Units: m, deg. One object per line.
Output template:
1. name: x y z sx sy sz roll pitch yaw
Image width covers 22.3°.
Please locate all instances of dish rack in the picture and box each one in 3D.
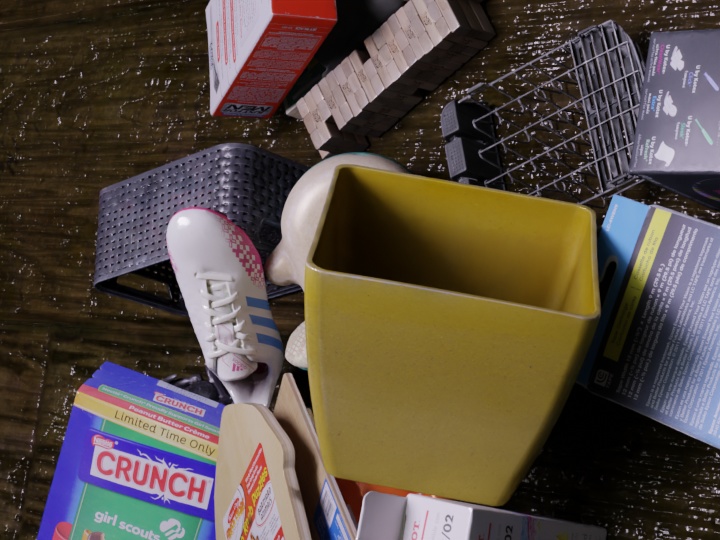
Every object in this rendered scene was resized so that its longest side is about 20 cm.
1. dish rack: 0.151 -0.099 1.437 0.200 0.054 0.154 -27 63 36

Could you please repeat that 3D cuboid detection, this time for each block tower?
1. block tower: 0.029 -0.172 1.574 0.200 0.054 0.058 -41 60 31

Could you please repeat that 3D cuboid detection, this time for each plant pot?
1. plant pot: 0.057 0.053 1.327 0.200 0.199 0.177 -76 -4 -65

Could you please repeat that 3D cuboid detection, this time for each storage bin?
1. storage bin: -0.131 -0.033 1.636 0.199 0.135 0.094 -15 66 42

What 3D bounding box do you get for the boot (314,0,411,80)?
1. boot: -0.024 -0.280 1.614 0.138 0.077 0.201 -47 47 34

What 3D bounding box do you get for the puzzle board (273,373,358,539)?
1. puzzle board: -0.040 0.201 1.410 0.200 0.017 0.151 -117 34 -46

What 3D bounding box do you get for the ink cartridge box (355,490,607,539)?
1. ink cartridge box: 0.083 0.226 1.306 0.068 0.199 0.116 5 83 45

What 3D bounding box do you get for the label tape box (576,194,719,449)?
1. label tape box: 0.243 0.041 1.296 0.200 0.066 0.144 23 95 50

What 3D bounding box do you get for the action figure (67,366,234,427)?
1. action figure: -0.170 0.153 1.659 0.199 0.102 0.119 -18 55 13

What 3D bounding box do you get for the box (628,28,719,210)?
1. box: 0.300 -0.100 1.235 0.199 0.122 0.107 3 81 46

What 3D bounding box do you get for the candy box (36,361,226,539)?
1. candy box: -0.178 0.202 1.575 0.168 0.077 0.201 20 112 5

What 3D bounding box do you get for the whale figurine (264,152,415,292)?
1. whale figurine: 0.000 0.000 1.537 0.158 0.104 0.201 1 102 8

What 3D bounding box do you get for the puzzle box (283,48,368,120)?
1. puzzle box: -0.009 -0.244 1.655 0.200 0.025 0.134 -35 57 34

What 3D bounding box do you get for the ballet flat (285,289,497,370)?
1. ballet flat: 0.032 0.027 1.449 0.199 0.063 0.068 -13 41 4

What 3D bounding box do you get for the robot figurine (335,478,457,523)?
1. robot figurine: 0.014 0.180 1.451 0.143 0.117 0.201 -10 70 12

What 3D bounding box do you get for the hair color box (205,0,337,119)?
1. hair color box: -0.081 -0.224 1.602 0.200 0.064 0.111 136 133 -62

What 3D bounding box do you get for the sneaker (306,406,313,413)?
1. sneaker: -0.066 0.217 1.552 0.093 0.070 0.201 -11 74 37

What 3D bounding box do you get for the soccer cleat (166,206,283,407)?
1. soccer cleat: -0.108 0.037 1.518 0.070 0.200 0.087 -11 43 13

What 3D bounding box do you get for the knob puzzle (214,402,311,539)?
1. knob puzzle: -0.074 0.191 1.431 0.219 0.030 0.221 179 90 -68
